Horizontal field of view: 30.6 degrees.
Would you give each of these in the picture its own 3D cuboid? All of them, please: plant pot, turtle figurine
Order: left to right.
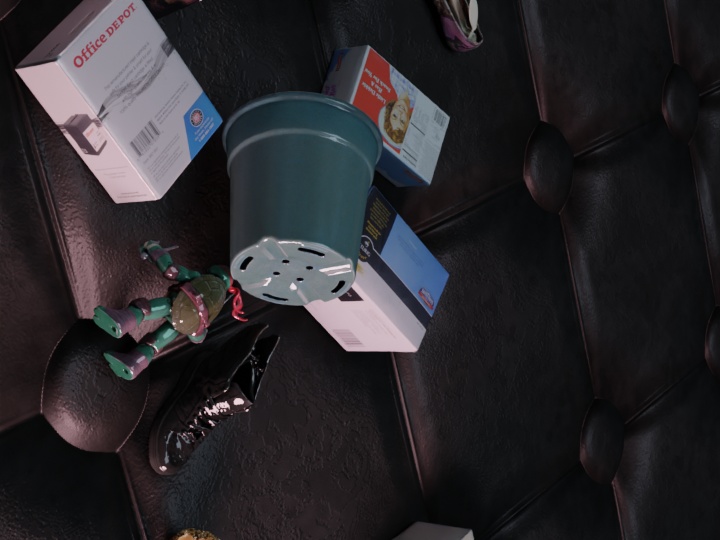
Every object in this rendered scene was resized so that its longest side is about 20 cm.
[{"bbox_3d":[-0.215,0.036,1.544,0.200,0.101,0.150,-38,116,-37],"label":"turtle figurine"},{"bbox_3d":[-0.076,-0.077,1.587,0.200,0.200,0.196,36,46,-42],"label":"plant pot"}]

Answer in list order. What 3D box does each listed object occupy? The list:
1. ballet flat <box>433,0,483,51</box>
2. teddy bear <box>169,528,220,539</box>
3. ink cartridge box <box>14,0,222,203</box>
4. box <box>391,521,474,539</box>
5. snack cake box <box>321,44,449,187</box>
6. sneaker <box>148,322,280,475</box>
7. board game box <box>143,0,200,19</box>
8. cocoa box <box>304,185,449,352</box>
[{"bbox_3d":[0.135,-0.421,1.974,0.069,0.071,0.200,-47,122,-38],"label":"ballet flat"},{"bbox_3d":[-0.227,0.398,1.545,0.145,0.067,0.200,1,95,-39],"label":"teddy bear"},{"bbox_3d":[-0.270,-0.198,1.494,0.200,0.084,0.145,57,50,-31],"label":"ink cartridge box"},{"bbox_3d":[0.105,0.478,1.876,0.128,0.109,0.200,-29,110,-45],"label":"box"},{"bbox_3d":[0.032,-0.213,1.852,0.200,0.067,0.115,36,65,-42],"label":"snack cake box"},{"bbox_3d":[-0.174,0.154,1.574,0.060,0.104,0.200,46,56,-38],"label":"sneaker"},{"bbox_3d":[-0.227,-0.402,1.513,0.200,0.135,0.035,62,20,-26],"label":"board game box"},{"bbox_3d":[0.000,0.000,1.756,0.200,0.133,0.131,48,54,-36],"label":"cocoa box"}]
